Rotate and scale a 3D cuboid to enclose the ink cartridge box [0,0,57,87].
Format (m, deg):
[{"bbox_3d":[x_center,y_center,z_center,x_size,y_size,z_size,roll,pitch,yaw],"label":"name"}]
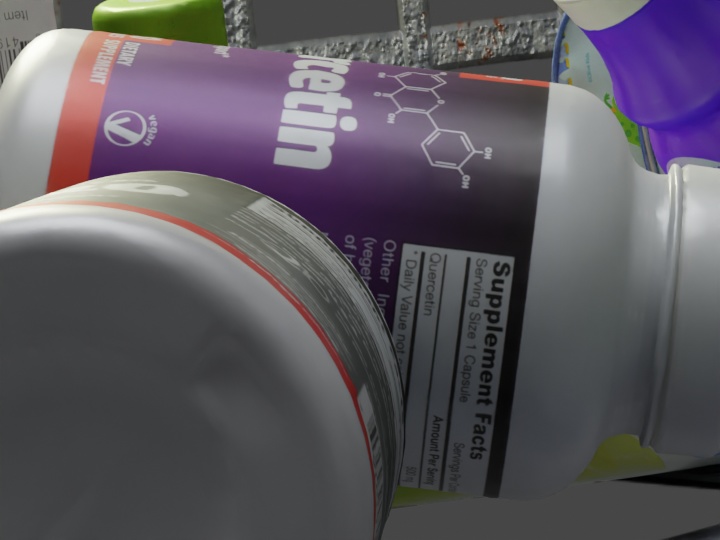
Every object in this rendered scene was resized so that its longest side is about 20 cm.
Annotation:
[{"bbox_3d":[-0.172,-0.016,0.965,0.145,0.201,0.083,-10,2,-35],"label":"ink cartridge box"}]

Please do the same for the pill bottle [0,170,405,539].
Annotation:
[{"bbox_3d":[-0.048,0.037,0.626,0.113,0.115,0.200,-7,4,4],"label":"pill bottle"}]

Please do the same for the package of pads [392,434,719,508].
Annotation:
[{"bbox_3d":[0.026,0.025,0.907,0.199,0.069,0.155,-8,9,-2],"label":"package of pads"}]

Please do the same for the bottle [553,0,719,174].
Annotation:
[{"bbox_3d":[0.141,-0.044,0.963,0.200,0.065,0.083,42,-21,-29],"label":"bottle"}]

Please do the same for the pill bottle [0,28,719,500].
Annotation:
[{"bbox_3d":[0.000,0.000,0.778,0.199,0.113,0.112,6,5,2],"label":"pill bottle"}]

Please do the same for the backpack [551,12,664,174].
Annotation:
[{"bbox_3d":[0.180,-0.066,1.169,0.199,0.184,0.147,-11,1,24],"label":"backpack"}]

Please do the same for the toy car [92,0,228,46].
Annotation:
[{"bbox_3d":[-0.110,-0.009,1.120,0.157,0.165,0.200,-7,14,-1],"label":"toy car"}]
